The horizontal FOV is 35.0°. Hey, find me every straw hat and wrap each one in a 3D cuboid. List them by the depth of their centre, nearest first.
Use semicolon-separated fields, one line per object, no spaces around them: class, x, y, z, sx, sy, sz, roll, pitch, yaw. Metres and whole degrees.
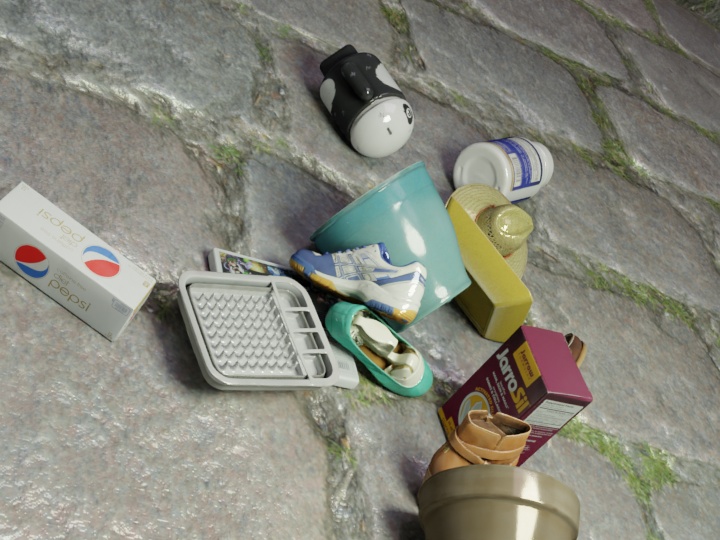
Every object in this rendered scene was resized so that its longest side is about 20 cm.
straw hat;0.237;-0.067;1.888;0.199;0.085;0.205;15;65;-35

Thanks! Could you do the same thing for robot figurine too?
robot figurine;0.010;-0.287;1.936;0.149;0.125;0.202;-6;55;-44

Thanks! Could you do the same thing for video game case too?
video game case;-0.104;0.064;1.524;0.197;0.023;0.184;15;42;-32

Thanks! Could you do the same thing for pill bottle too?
pill bottle;0.267;-0.181;2.075;0.199;0.120;0.120;-15;62;-52

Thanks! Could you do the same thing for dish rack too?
dish rack;-0.133;0.082;1.418;0.198;0.044;0.173;6;48;-40

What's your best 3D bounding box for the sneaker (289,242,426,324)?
sneaker;0.000;0.000;1.542;0.197;0.089;0.075;21;-7;20

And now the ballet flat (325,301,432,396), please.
ballet flat;0.037;0.112;1.534;0.199;0.070;0.068;39;71;-25

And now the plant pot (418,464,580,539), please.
plant pot;0.157;0.350;1.337;0.198;0.200;0.176;24;54;-22

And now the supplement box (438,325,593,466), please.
supplement box;0.204;0.181;1.533;0.085;0.201;0.112;12;43;-34

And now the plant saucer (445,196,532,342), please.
plant saucer;0.173;0.013;1.748;0.048;0.201;0.201;-33;72;-13

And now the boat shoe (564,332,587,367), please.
boat shoe;0.300;0.149;1.779;0.070;0.070;0.200;43;34;-3

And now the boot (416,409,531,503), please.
boot;0.182;0.251;1.452;0.197;0.156;0.074;7;34;-29

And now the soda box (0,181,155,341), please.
soda box;-0.342;-0.010;1.335;0.199;0.064;0.068;37;34;-6

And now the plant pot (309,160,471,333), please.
plant pot;0.058;-0.023;1.644;0.190;0.199;0.199;57;35;1
